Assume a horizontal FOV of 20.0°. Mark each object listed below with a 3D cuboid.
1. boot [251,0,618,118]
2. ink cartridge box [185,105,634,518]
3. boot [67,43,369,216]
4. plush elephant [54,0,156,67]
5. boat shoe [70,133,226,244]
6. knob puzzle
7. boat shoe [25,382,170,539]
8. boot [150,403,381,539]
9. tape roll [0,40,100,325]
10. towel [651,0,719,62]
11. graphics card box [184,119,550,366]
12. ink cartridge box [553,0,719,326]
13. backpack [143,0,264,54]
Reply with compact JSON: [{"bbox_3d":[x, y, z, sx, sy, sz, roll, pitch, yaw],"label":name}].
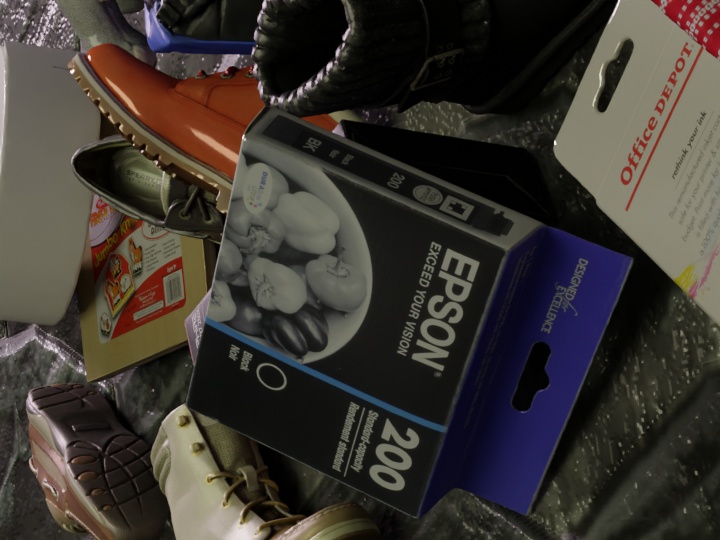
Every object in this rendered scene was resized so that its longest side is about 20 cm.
[{"bbox_3d":[0.050,-0.151,1.034,0.211,0.157,0.080,-56,47,39],"label":"boot"},{"bbox_3d":[0.017,0.035,1.048,0.199,0.043,0.199,23,132,8],"label":"ink cartridge box"},{"bbox_3d":[-0.081,-0.096,1.236,0.200,0.075,0.107,34,89,12],"label":"boot"},{"bbox_3d":[-0.152,-0.257,1.347,0.154,0.200,0.165,-33,20,14],"label":"plush elephant"},{"bbox_3d":[-0.105,-0.052,1.305,0.200,0.066,0.072,11,94,39],"label":"boat shoe"},{"bbox_3d":[-0.149,-0.036,1.433,0.219,0.030,0.221,-4,85,55],"label":"knob puzzle"},{"bbox_3d":[-0.189,0.153,1.463,0.200,0.075,0.072,-132,48,-56],"label":"boat shoe"},{"bbox_3d":[-0.067,0.144,1.280,0.200,0.072,0.155,-44,55,49],"label":"boot"},{"bbox_3d":[-0.246,-0.063,1.493,0.202,0.070,0.204,-172,90,-72],"label":"tape roll"},{"bbox_3d":[0.217,-0.125,0.851,0.145,0.022,0.200,-45,48,6],"label":"towel"},{"bbox_3d":[0.000,0.000,1.135,0.200,0.125,0.051,-49,44,42],"label":"graphics card box"},{"bbox_3d":[0.182,-0.046,0.922,0.200,0.067,0.118,50,128,42],"label":"ink cartridge box"},{"bbox_3d":[-0.057,-0.227,1.188,0.168,0.162,0.201,-171,81,-74],"label":"backpack"}]
